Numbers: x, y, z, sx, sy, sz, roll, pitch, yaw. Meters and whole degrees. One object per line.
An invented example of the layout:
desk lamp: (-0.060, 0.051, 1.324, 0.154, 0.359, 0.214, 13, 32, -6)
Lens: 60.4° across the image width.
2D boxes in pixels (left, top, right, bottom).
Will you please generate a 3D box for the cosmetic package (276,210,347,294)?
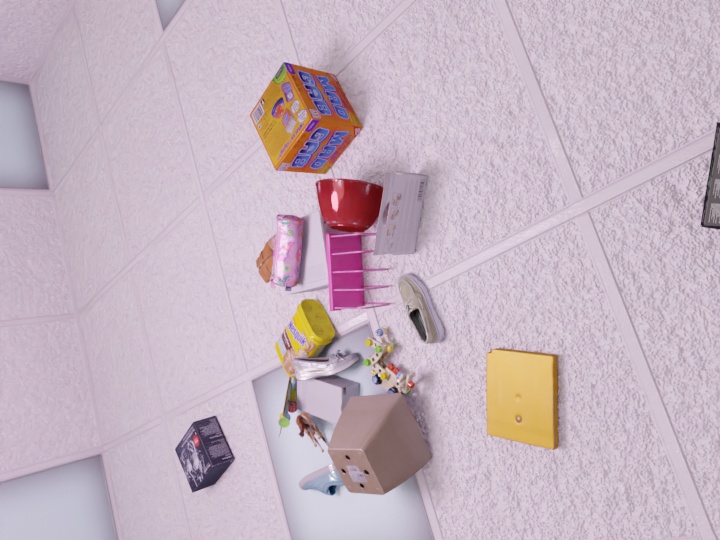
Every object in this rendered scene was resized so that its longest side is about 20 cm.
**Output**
cosmetic package: (-0.126, -0.049, 1.785, 0.196, 0.121, 0.207, -13, 83, 44)

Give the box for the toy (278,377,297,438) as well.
toy: (-0.212, 0.404, 1.891, 0.046, 0.201, 0.118, 11, 116, 0)

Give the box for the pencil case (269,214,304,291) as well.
pencil case: (-0.206, -0.052, 1.723, 0.086, 0.086, 0.206, 18, 104, 41)

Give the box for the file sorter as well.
file sorter: (0.000, 0.000, 1.658, 0.123, 0.137, 0.207, -2, 92, 40)

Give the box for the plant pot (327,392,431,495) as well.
plant pot: (0.032, 0.456, 1.586, 0.197, 0.176, 0.204, -14, 106, 43)

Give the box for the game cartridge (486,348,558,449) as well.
game cartridge: (0.364, 0.285, 1.400, 0.173, 0.032, 0.207, 1, 92, 44)

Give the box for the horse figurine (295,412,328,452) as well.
horse figurine: (-0.152, 0.474, 1.839, 0.050, 0.201, 0.133, -40, 59, -8)

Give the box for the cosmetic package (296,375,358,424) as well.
cosmetic package: (-0.098, 0.370, 1.818, 0.196, 0.080, 0.117, 10, 100, 42)

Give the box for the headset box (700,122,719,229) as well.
headset box: (0.685, -0.147, 1.012, 0.197, 0.091, 0.180, 12, 101, 42)

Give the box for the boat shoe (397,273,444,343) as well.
boat shoe: (0.145, 0.094, 1.573, 0.072, 0.061, 0.203, -47, 61, 35)

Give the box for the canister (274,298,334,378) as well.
canister: (-0.173, 0.210, 1.872, 0.202, 0.085, 0.150, -54, 52, 34)

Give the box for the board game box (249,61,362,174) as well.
board game box: (-0.154, -0.418, 1.732, 0.200, 0.197, 0.203, -43, 65, 36)

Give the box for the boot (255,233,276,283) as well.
boot: (-0.267, -0.004, 1.954, 0.155, 0.075, 0.204, -43, 62, 35)

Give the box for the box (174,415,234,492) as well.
box: (-0.579, 0.679, 2.289, 0.184, 0.103, 0.201, 55, 127, 24)

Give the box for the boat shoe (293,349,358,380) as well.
boat shoe: (-0.101, 0.265, 1.777, 0.197, 0.074, 0.067, -15, 92, 19)

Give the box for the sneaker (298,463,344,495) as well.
sneaker: (-0.115, 0.642, 1.858, 0.199, 0.073, 0.084, -39, 64, 39)

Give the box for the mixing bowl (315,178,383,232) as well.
mixing bowl: (-0.029, -0.162, 1.619, 0.197, 0.197, 0.112, 3, 84, 43)

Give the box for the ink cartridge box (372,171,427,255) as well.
ink cartridge box: (0.088, -0.141, 1.536, 0.043, 0.171, 0.206, 20, 106, 40)

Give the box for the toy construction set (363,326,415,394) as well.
toy construction set: (0.083, 0.258, 1.635, 0.200, 0.090, 0.134, 46, 122, 44)
